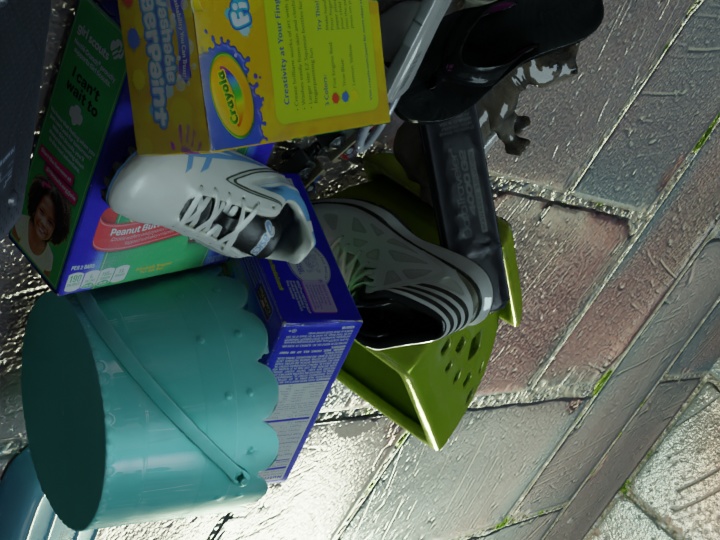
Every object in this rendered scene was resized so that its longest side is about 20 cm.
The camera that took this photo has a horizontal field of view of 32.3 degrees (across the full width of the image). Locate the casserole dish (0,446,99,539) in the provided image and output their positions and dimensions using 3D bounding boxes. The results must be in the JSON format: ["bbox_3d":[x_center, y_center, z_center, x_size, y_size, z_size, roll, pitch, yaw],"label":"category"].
[{"bbox_3d":[-0.276,0.220,1.125,0.120,0.039,0.201,-15,139,-47],"label":"casserole dish"}]

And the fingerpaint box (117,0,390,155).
[{"bbox_3d":[-0.069,-0.181,0.770,0.166,0.073,0.203,-17,104,-47],"label":"fingerpaint box"}]

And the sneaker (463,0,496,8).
[{"bbox_3d":[0.114,-0.231,1.080,0.199,0.079,0.131,-34,143,-48],"label":"sneaker"}]

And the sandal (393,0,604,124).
[{"bbox_3d":[0.108,-0.187,0.994,0.199,0.076,0.048,-31,178,-10],"label":"sandal"}]

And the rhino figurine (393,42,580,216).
[{"bbox_3d":[0.113,-0.142,1.073,0.200,0.060,0.087,-41,116,13],"label":"rhino figurine"}]

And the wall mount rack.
[{"bbox_3d":[0.026,-0.196,0.932,0.201,0.074,0.174,-62,175,25],"label":"wall mount rack"}]

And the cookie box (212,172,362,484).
[{"bbox_3d":[-0.086,0.050,1.022,0.074,0.172,0.201,0,135,-28],"label":"cookie box"}]

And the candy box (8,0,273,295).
[{"bbox_3d":[-0.139,-0.094,0.877,0.168,0.077,0.202,-14,136,-49],"label":"candy box"}]

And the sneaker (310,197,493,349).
[{"bbox_3d":[0.000,0.000,1.009,0.115,0.199,0.077,-23,131,-56],"label":"sneaker"}]

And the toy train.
[{"bbox_3d":[-0.012,-0.118,1.051,0.200,0.034,0.046,-41,155,13],"label":"toy train"}]

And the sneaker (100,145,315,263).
[{"bbox_3d":[-0.095,-0.045,0.845,0.072,0.072,0.199,-54,153,14],"label":"sneaker"}]

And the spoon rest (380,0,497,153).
[{"bbox_3d":[0.057,-0.168,1.120,0.100,0.061,0.200,-50,140,1],"label":"spoon rest"}]

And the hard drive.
[{"bbox_3d":[-0.218,-0.098,0.710,0.135,0.042,0.202,-79,-176,-62],"label":"hard drive"}]

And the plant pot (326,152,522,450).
[{"bbox_3d":[0.041,0.019,1.180,0.182,0.198,0.200,-49,154,-14],"label":"plant pot"}]

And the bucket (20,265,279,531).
[{"bbox_3d":[-0.166,0.096,0.945,0.133,0.208,0.209,-6,133,-34],"label":"bucket"}]

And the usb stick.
[{"bbox_3d":[0.085,-0.059,1.039,0.055,0.033,0.203,-14,100,-15],"label":"usb stick"}]
